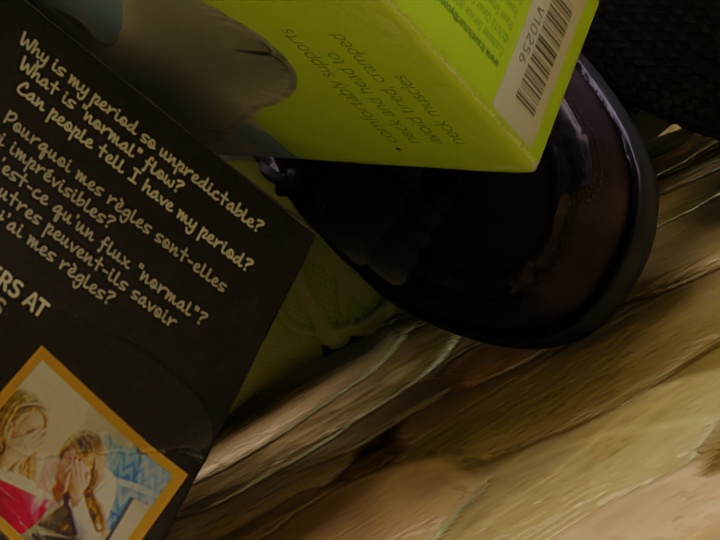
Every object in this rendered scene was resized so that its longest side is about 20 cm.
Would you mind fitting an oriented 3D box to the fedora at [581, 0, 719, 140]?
[{"bbox_3d":[0.080,-0.093,0.628,0.092,0.200,0.201,-58,-6,25],"label":"fedora"}]

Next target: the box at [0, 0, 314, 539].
[{"bbox_3d":[-0.131,0.015,0.563,0.200,0.132,0.115,-19,39,51],"label":"box"}]

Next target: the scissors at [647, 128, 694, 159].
[{"bbox_3d":[0.000,0.000,0.756,0.200,0.014,0.073,-28,8,4],"label":"scissors"}]

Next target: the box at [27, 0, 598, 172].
[{"bbox_3d":[-0.067,-0.073,0.542,0.200,0.122,0.048,5,65,37],"label":"box"}]

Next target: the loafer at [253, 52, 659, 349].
[{"bbox_3d":[-0.009,-0.046,0.609,0.072,0.063,0.200,-60,38,13],"label":"loafer"}]

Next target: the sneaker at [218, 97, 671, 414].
[{"bbox_3d":[0.011,-0.026,0.687,0.200,0.075,0.076,-40,31,-17],"label":"sneaker"}]
